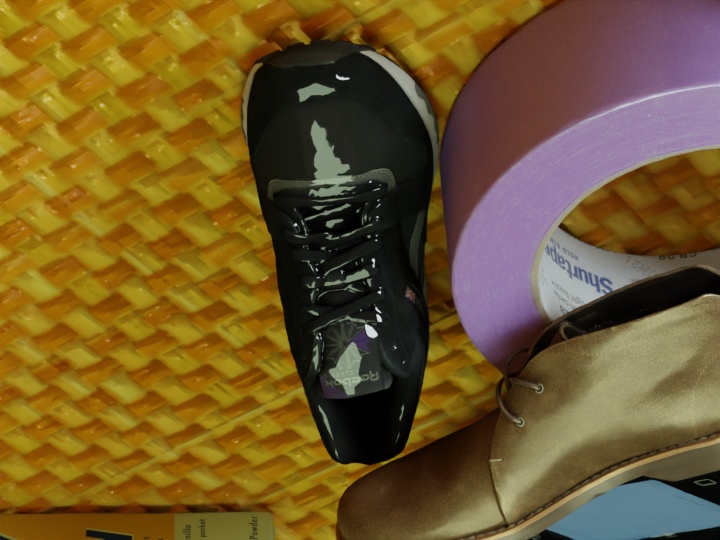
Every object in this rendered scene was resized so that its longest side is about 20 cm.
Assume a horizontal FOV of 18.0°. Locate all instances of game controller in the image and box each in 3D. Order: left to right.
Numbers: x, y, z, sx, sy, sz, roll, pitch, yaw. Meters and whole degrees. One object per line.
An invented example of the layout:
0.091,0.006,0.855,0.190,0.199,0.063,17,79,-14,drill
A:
0.116,0.100,1.011,0.104,0.042,0.200,13,161,-33,game controller

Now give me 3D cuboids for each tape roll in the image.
0.132,-0.026,0.897,0.199,0.066,0.201,-2,139,-2,tape roll

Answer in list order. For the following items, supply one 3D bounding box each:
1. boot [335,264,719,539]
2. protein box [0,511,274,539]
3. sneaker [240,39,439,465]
0.070,0.056,0.901,0.199,0.074,0.076,-23,118,16,boot
-0.141,0.229,1.120,0.198,0.135,0.200,0,140,-4,protein box
0.000,0.000,0.897,0.075,0.088,0.200,-7,140,4,sneaker
